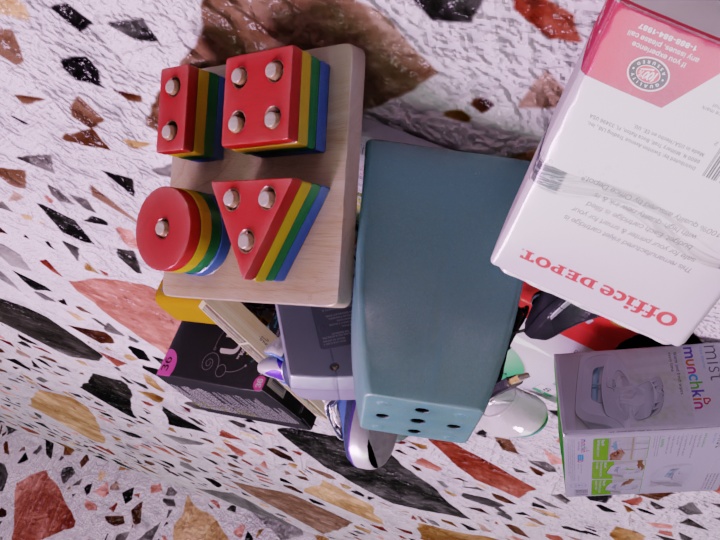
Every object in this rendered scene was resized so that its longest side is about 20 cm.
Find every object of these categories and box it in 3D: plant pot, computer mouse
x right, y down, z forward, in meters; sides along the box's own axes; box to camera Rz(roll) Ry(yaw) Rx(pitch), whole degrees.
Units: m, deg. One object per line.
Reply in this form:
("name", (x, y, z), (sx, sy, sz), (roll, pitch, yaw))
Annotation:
("plant pot", (0.058, 0.026, 0.665), (0.139, 0.203, 0.142), (7, 154, 1))
("computer mouse", (0.170, 0.041, 0.745), (0.046, 0.141, 0.199), (44, 141, -9))

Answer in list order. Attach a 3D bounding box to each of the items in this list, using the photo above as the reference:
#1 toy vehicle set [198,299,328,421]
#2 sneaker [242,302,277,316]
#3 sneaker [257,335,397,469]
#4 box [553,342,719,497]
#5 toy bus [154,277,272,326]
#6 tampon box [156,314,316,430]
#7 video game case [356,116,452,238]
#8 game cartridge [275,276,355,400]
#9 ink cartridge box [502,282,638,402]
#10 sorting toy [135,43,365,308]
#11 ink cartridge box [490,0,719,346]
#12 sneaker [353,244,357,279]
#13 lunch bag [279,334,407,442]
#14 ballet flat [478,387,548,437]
("toy vehicle set", (-0.103, 0.096, 0.943), (0.200, 0.027, 0.124), (44, 167, -5))
("sneaker", (-0.102, 0.019, 0.924), (0.080, 0.075, 0.199), (35, 174, -31))
("sneaker", (-0.037, 0.117, 0.809), (0.144, 0.201, 0.081), (-7, 125, 15))
("box", (0.303, 0.170, 0.885), (0.173, 0.098, 0.201), (-7, 146, 12))
("toy bus", (-0.168, 0.026, 1.056), (0.197, 0.079, 0.065), (3, 149, 34))
("tampon box", (-0.149, 0.115, 1.126), (0.198, 0.152, 0.126), (2, 149, 35))
("video game case", (0.047, -0.066, 0.781), (0.197, 0.022, 0.183), (21, 154, 2))
("game cartridge", (0.025, 0.056, 0.764), (0.197, 0.134, 0.041), (-10, 127, -6))
("ink cartridge box", (0.197, 0.076, 0.902), (0.159, 0.051, 0.200), (25, 156, -5))
("sorting toy", (-0.100, -0.076, 0.661), (0.198, 0.202, 0.069), (1, 177, 36))
("ink cartridge box", (0.187, -0.068, 0.516), (0.143, 0.085, 0.202), (24, 134, 6))
("sneaker", (0.000, 0.000, 0.883), (0.073, 0.071, 0.200), (32, 168, 25))
("lunch bag", (0.005, 0.113, 0.975), (0.199, 0.078, 0.160), (37, -176, 13))
("ballet flat", (0.156, 0.159, 1.031), (0.069, 0.070, 0.200), (32, 172, -21))
